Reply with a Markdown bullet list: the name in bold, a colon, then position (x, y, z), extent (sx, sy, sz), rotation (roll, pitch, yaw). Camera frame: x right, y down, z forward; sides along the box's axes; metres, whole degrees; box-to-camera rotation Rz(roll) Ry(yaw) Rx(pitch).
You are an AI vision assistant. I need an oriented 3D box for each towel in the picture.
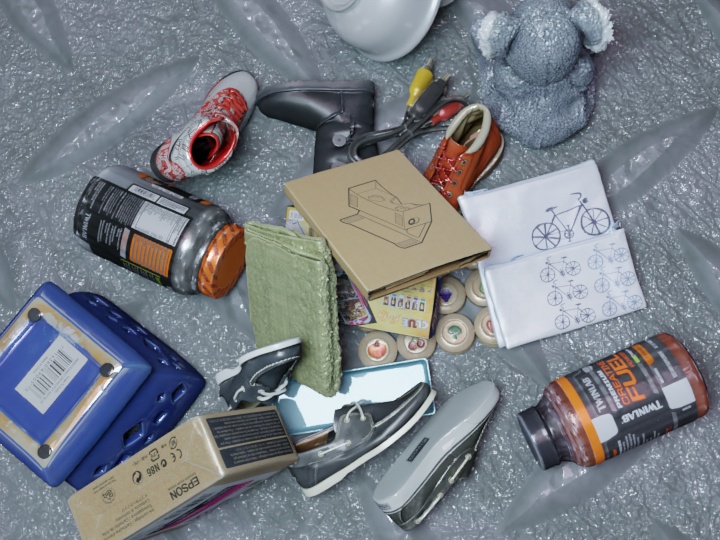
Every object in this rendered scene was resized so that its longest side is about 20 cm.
- **towel**: position (-0.078, 0.044, 1.028), extent (0.036, 0.200, 0.148), rotation (-23, 30, -39)

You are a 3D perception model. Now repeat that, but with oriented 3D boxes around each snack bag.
- **snack bag**: position (0.233, -0.024, 1.065), extent (0.188, 0.021, 0.200), rotation (-15, 88, -2)

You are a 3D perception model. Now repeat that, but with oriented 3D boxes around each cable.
- **cable**: position (0.069, -0.185, 1.134), extent (0.097, 0.050, 0.200), rotation (42, 76, -1)

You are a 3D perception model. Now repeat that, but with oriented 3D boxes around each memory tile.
- **memory tile**: position (0.083, 0.037, 1.100), extent (0.200, 0.017, 0.154), rotation (-12, 74, 4)

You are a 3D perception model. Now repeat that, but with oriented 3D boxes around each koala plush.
- **koala plush**: position (0.224, -0.264, 1.065), extent (0.177, 0.200, 0.184), rotation (-1, 76, 7)

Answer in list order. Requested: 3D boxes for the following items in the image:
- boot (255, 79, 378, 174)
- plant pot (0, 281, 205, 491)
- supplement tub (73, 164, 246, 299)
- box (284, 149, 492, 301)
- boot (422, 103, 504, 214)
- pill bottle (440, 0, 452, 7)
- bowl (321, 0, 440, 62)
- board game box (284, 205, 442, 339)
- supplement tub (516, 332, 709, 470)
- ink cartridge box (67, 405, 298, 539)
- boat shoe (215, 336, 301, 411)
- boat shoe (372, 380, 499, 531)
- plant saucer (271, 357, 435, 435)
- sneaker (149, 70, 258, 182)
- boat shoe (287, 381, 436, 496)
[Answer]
- **boot**: position (-0.056, -0.146, 1.145), extent (0.165, 0.066, 0.200), rotation (-4, 80, 8)
- **plant pot**: position (-0.339, 0.140, 1.042), extent (0.200, 0.180, 0.200), rotation (36, 83, 15)
- **supplement tub**: position (-0.249, -0.046, 1.108), extent (0.200, 0.123, 0.123), rotation (24, 80, 12)
- **box**: position (0.028, -0.059, 1.007), extent (0.163, 0.021, 0.200), rotation (-19, 49, -24)
- **boot**: position (0.104, -0.117, 1.089), extent (0.075, 0.107, 0.200), rotation (32, 83, 19)
- **pill bottle**: position (0.091, -0.464, 1.181), extent (0.109, 0.109, 0.200), rotation (0, 75, 7)
- **bowl**: position (0.008, -0.375, 1.121), extent (0.090, 0.201, 0.201), rotation (-3, 69, -40)
- **board game box**: position (0.000, 0.000, 1.070), extent (0.200, 0.035, 0.136), rotation (10, 98, 16)
- **supplement tub**: position (0.284, 0.156, 0.997), extent (0.200, 0.107, 0.107), rotation (-25, 74, 0)
- **ink cartridge box**: position (-0.194, 0.232, 0.978), extent (0.200, 0.165, 0.075), rotation (-34, 72, 19)
- **boat shoe**: position (-0.113, 0.127, 1.021), extent (0.076, 0.200, 0.060), rotation (-13, 77, -26)
- **boat shoe**: position (0.100, 0.217, 1.031), extent (0.200, 0.071, 0.064), rotation (-45, 107, -14)
- **plant saucer**: position (-0.011, 0.156, 1.075), extent (0.200, 0.019, 0.070), rotation (-10, 83, 7)
- **sneaker**: position (-0.175, -0.190, 1.123), extent (0.201, 0.108, 0.067), rotation (-51, 119, -27)
- **boat shoe**: position (-0.002, 0.187, 1.026), extent (0.200, 0.072, 0.068), rotation (-34, 93, 8)
